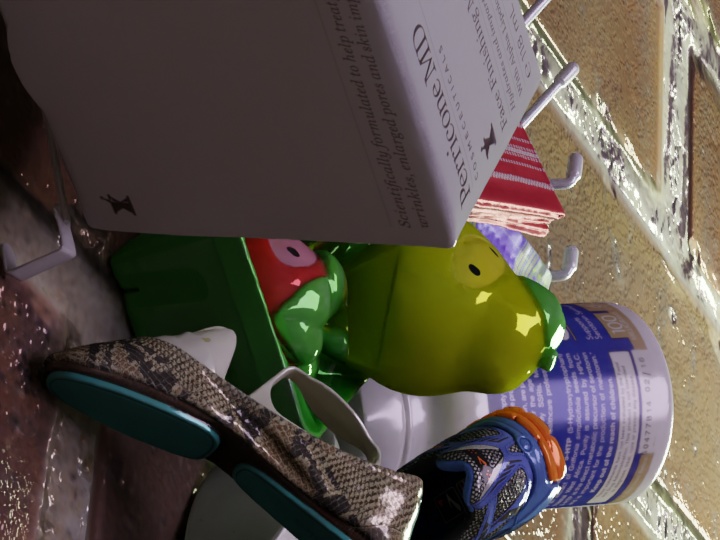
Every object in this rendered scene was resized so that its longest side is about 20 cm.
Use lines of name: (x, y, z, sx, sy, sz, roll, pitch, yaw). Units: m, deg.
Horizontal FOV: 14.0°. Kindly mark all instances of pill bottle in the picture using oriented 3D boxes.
pill bottle: (0.066, 0.080, 1.666, 0.200, 0.120, 0.120, -2, 81, -31)

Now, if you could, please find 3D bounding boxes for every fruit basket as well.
fruit basket: (0.000, 0.000, 1.539, 0.216, 0.215, 0.156, -49, 125, -61)

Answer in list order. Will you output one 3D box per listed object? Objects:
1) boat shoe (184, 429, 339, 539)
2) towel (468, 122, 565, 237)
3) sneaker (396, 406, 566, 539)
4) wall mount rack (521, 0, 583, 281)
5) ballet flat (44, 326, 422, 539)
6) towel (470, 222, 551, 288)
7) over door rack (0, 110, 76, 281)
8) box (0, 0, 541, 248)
boat shoe: (-0.055, 0.163, 1.524, 0.201, 0.070, 0.072, -67, 149, -44)
towel: (0.048, -0.114, 1.746, 0.145, 0.022, 0.200, 8, 55, -62)
sneaker: (0.017, 0.142, 1.552, 0.075, 0.200, 0.078, 53, 29, 18)
wall mount rack: (0.112, -0.096, 1.913, 0.200, 0.074, 0.174, 86, 2, -59)
ballet flat: (-0.057, 0.074, 1.437, 0.200, 0.068, 0.075, 31, 65, -7)
towel: (0.072, 0.011, 1.783, 0.200, 0.023, 0.144, 52, 35, -46)
over door rack: (-0.171, -0.112, 1.364, 0.148, 0.066, 0.200, 34, 50, -58)
box: (-0.046, -0.127, 1.328, 0.131, 0.200, 0.199, -61, 144, -41)
